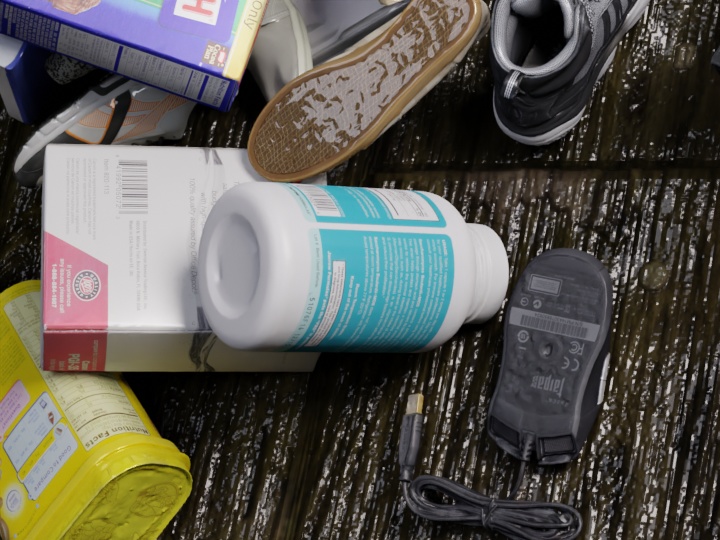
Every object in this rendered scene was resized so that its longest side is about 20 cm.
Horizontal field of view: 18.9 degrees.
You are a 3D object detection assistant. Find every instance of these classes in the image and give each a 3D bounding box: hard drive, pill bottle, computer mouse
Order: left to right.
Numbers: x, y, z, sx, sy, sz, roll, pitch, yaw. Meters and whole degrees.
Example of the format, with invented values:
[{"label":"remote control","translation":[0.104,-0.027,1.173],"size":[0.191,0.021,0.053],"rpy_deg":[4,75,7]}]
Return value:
[{"label":"hard drive","translation":[-0.242,-0.194,1.676],"size":[0.025,0.200,0.132],"rpy_deg":[26,81,-1]},{"label":"pill bottle","translation":[0.000,0.000,1.444],"size":[0.111,0.200,0.111],"rpy_deg":[-5,84,56]},{"label":"computer mouse","translation":[0.100,0.083,1.453],"size":[0.140,0.046,0.201],"rpy_deg":[6,83,26]}]

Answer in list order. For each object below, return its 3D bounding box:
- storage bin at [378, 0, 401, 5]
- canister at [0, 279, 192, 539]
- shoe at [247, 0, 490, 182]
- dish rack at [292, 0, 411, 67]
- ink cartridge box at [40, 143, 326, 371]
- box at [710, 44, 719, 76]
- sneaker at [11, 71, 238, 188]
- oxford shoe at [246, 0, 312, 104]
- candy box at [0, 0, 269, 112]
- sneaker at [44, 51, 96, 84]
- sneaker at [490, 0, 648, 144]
[{"label":"storage bin","translation":[0.055,-0.311,1.543],"size":[0.198,0.094,0.200],"rpy_deg":[-32,41,2]},{"label":"canister","translation":[-0.223,0.122,1.573],"size":[0.149,0.086,0.200],"rpy_deg":[-51,52,19]},{"label":"shoe","translation":[0.009,-0.126,1.506],"size":[0.200,0.053,0.070],"rpy_deg":[-36,78,14]},{"label":"dish rack","translation":[-0.015,-0.256,1.663],"size":[0.171,0.044,0.200],"rpy_deg":[-29,59,14]},{"label":"ink cartridge box","translation":[-0.125,-0.006,1.534],"size":[0.199,0.083,0.147],"rpy_deg":[1,65,-9]},{"label":"box","translation":[0.348,-0.125,1.366],"size":[0.200,0.115,0.132],"rpy_deg":[29,83,33]},{"label":"sneaker","translation":[-0.180,-0.116,1.665],"size":[0.200,0.080,0.074],"rpy_deg":[-34,13,11]},{"label":"oxford shoe","translation":[-0.086,-0.193,1.626],"size":[0.075,0.058,0.200],"rpy_deg":[-51,51,46]},{"label":"candy box","translation":[-0.157,-0.229,1.548],"size":[0.199,0.077,0.170],"rpy_deg":[19,75,-7]},{"label":"sneaker","translation":[-0.198,-0.200,1.672],"size":[0.089,0.200,0.077],"rpy_deg":[-38,100,25]},{"label":"sneaker","translation":[0.148,-0.189,1.486],"size":[0.075,0.114,0.200],"rpy_deg":[24,83,16]}]
